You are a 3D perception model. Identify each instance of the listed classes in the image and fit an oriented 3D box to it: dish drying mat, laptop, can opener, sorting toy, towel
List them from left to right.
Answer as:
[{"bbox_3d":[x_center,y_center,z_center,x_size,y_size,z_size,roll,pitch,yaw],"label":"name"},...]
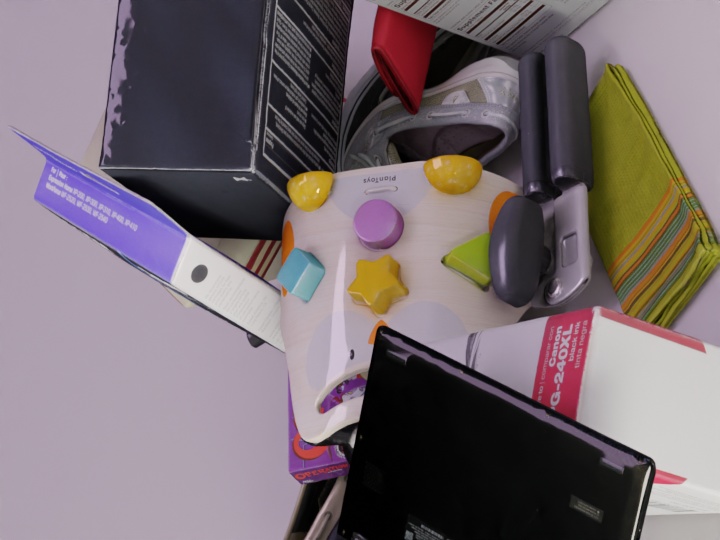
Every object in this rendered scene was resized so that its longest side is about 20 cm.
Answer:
[{"bbox_3d":[0.022,0.028,1.210,0.198,0.107,0.181,-7,58,17],"label":"sorting toy"},{"bbox_3d":[0.040,-0.216,1.355,0.018,0.077,0.201,-5,53,25],"label":"dish drying mat"},{"bbox_3d":[0.094,0.148,1.005,0.187,0.115,0.202,25,113,37],"label":"laptop"},{"bbox_3d":[0.124,-0.068,1.211,0.052,0.066,0.201,-26,49,42],"label":"can opener"},{"bbox_3d":[0.173,-0.046,1.181,0.086,0.018,0.201,-56,32,30],"label":"towel"}]

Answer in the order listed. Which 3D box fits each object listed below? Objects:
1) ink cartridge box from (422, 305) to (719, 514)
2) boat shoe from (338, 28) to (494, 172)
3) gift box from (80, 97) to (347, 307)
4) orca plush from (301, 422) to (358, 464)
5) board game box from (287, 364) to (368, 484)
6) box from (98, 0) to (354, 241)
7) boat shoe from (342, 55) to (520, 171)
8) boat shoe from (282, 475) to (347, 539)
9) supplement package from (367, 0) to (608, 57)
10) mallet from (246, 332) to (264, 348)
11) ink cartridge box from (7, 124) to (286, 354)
[{"bbox_3d":[0.126,0.088,1.057,0.200,0.144,0.084,-15,62,59],"label":"ink cartridge box"},{"bbox_3d":[0.042,-0.136,1.418,0.201,0.072,0.071,-60,26,21],"label":"boat shoe"},{"bbox_3d":[-0.110,-0.109,1.546,0.184,0.200,0.187,40,122,16],"label":"gift box"},{"bbox_3d":[0.034,0.176,1.182,0.071,0.200,0.105,-49,-12,-2],"label":"orca plush"},{"bbox_3d":[0.003,0.054,1.374,0.119,0.032,0.201,-17,56,22],"label":"board game box"},{"bbox_3d":[-0.092,-0.139,1.320,0.200,0.122,0.200,42,-130,-70],"label":"box"},{"bbox_3d":[0.052,-0.092,1.354,0.201,0.074,0.065,-23,30,45],"label":"boat shoe"},{"bbox_3d":[-0.013,0.140,1.389,0.071,0.062,0.202,-3,72,64],"label":"boat shoe"},{"bbox_3d":[0.078,-0.287,1.289,0.147,0.199,0.193,-38,43,49],"label":"supplement package"},{"bbox_3d":[0.000,0.000,1.369,0.199,0.041,0.066,-20,56,21],"label":"mallet"},{"bbox_3d":[-0.152,-0.019,1.340,0.198,0.200,0.044,27,82,46],"label":"ink cartridge box"}]
